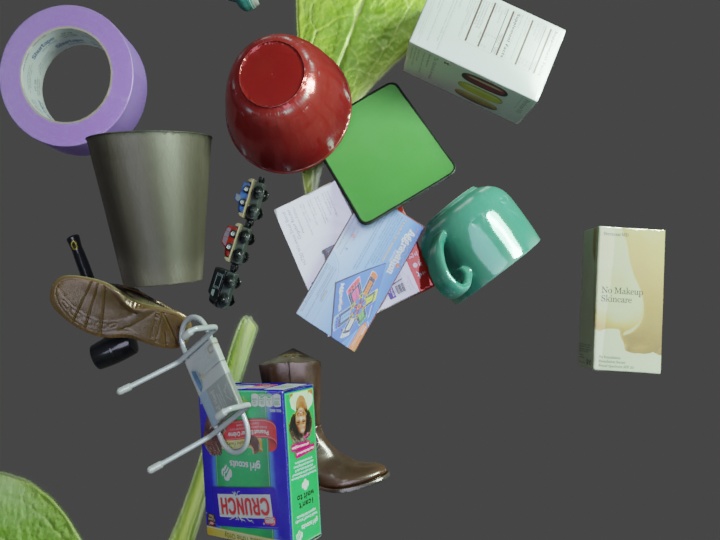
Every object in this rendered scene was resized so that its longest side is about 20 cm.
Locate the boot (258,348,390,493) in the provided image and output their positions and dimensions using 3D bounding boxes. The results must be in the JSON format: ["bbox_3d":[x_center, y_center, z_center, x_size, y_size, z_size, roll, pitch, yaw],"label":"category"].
[{"bbox_3d":[-0.054,0.213,0.963,0.180,0.064,0.207,-5,84,2],"label":"boot"}]

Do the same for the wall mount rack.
[{"bbox_3d":[-0.234,0.170,0.888,0.173,0.074,0.203,-38,70,28],"label":"wall mount rack"}]

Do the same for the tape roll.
[{"bbox_3d":[-0.422,-0.279,0.980,0.193,0.066,0.207,0,88,0],"label":"tape roll"}]

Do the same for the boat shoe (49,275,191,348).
[{"bbox_3d":[-0.338,0.057,0.946,0.195,0.072,0.074,17,93,-18],"label":"boat shoe"}]

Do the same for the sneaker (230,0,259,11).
[{"bbox_3d":[-0.231,-0.455,0.989,0.079,0.071,0.201,-39,83,3],"label":"sneaker"}]

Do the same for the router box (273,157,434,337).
[{"bbox_3d":[-0.008,-0.032,0.977,0.176,0.049,0.204,-25,88,-1],"label":"router box"}]

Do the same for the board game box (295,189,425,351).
[{"bbox_3d":[0.000,0.000,0.942,0.101,0.019,0.203,31,88,3],"label":"board game box"}]

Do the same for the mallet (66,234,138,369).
[{"bbox_3d":[-0.401,0.048,0.983,0.065,0.041,0.203,-30,84,-4],"label":"mallet"}]

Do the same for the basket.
[{"bbox_3d":[-0.288,-0.084,0.937,0.177,0.134,0.207,-6,94,-38],"label":"basket"}]

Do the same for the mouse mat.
[{"bbox_3d":[0.028,-0.175,0.960,0.158,0.008,0.203,-29,60,-2],"label":"mouse mat"}]

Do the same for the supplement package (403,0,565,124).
[{"bbox_3d":[0.174,-0.316,0.957,0.196,0.114,0.112,25,86,2],"label":"supplement package"}]

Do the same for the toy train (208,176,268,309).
[{"bbox_3d":[-0.184,-0.044,0.987,0.045,0.034,0.206,17,88,13],"label":"toy train"}]

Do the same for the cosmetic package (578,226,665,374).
[{"bbox_3d":[0.379,0.042,0.964,0.102,0.071,0.207,2,88,0],"label":"cosmetic package"}]

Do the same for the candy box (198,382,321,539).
[{"bbox_3d":[-0.140,0.264,0.915,0.165,0.076,0.207,-7,87,35],"label":"candy box"}]

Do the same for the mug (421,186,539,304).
[{"bbox_3d":[0.155,-0.043,0.911,0.151,0.185,0.116,-37,85,8],"label":"mug"}]

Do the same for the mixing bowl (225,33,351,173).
[{"bbox_3d":[-0.113,-0.255,0.941,0.193,0.109,0.207,-1,78,6],"label":"mixing bowl"}]
